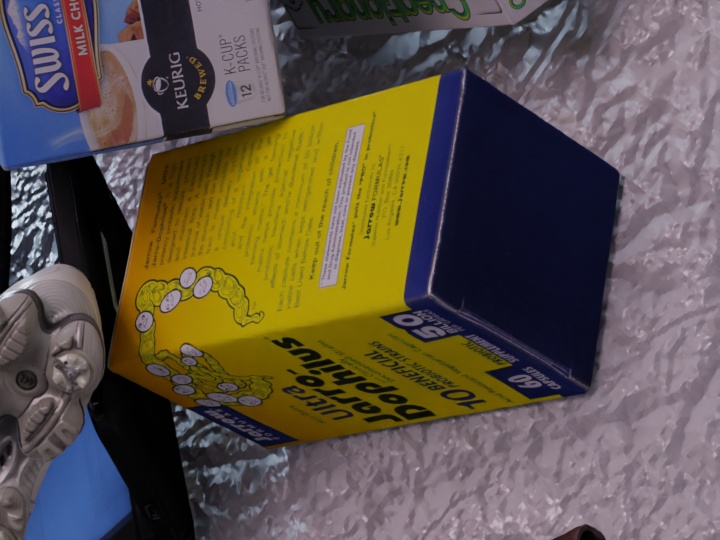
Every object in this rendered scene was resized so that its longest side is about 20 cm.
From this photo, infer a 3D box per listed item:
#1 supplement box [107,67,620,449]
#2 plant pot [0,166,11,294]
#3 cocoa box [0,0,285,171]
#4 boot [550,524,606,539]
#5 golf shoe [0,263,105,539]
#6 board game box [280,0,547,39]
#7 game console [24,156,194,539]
[{"bbox_3d":[0.000,0.000,1.312,0.200,0.109,0.110,-13,58,43],"label":"supplement box"},{"bbox_3d":[-0.286,-0.013,1.472,0.200,0.199,0.178,-40,56,25],"label":"plant pot"},{"bbox_3d":[-0.125,-0.133,1.367,0.200,0.131,0.134,-140,40,-73],"label":"cocoa box"},{"bbox_3d":[0.024,0.203,1.191,0.166,0.072,0.200,-19,51,42],"label":"boot"},{"bbox_3d":[-0.171,0.084,1.335,0.200,0.078,0.097,-54,10,20],"label":"golf shoe"},{"bbox_3d":[0.001,-0.172,1.377,0.035,0.126,0.200,-37,18,-23],"label":"board game box"},{"bbox_3d":[-0.155,0.058,1.445,0.116,0.176,0.200,-18,50,4],"label":"game console"}]
